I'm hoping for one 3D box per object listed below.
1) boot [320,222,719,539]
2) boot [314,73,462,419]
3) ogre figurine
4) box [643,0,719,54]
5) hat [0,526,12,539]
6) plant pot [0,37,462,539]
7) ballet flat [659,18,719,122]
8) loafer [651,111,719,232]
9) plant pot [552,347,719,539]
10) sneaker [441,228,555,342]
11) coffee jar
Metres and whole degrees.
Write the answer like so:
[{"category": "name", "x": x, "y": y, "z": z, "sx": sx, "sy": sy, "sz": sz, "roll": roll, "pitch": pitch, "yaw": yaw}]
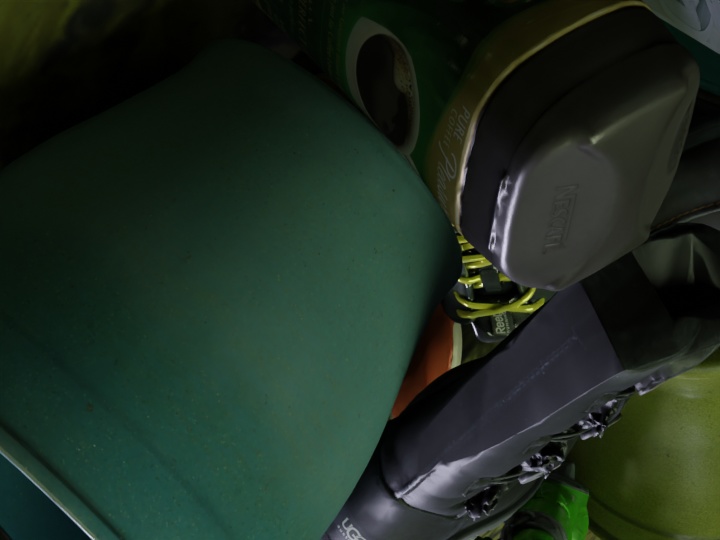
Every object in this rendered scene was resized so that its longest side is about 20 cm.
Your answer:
[{"category": "boot", "x": 0.078, "y": 0.038, "z": 1.028, "sx": 0.165, "sy": 0.066, "sz": 0.200, "roll": -39, "pitch": 174, "yaw": -48}, {"category": "boot", "x": 0.000, "y": 0.000, "z": 1.137, "sx": 0.107, "sy": 0.075, "sz": 0.201, "roll": -39, "pitch": 134, "yaw": -52}, {"category": "ogre figurine", "x": 0.076, "y": 0.183, "z": 1.306, "sx": 0.120, "sy": 0.098, "sz": 0.201, "roll": -60, "pitch": 145, "yaw": -52}, {"category": "box", "x": 0.207, "y": -0.172, "z": 1.039, "sx": 0.199, "sy": 0.176, "sz": 0.097, "roll": -34, "pitch": 131, "yaw": -16}, {"category": "hat", "x": -0.194, "y": 0.157, "z": 1.061, "sx": 0.201, "sy": 0.200, "sz": 0.081, "roll": -50, "pitch": 180, "yaw": 19}, {"category": "plant pot", "x": -0.068, "y": 0.022, "z": 0.986, "sx": 0.188, "sy": 0.200, "sz": 0.200, "roll": -47, "pitch": 157, "yaw": -15}, {"category": "ballet flat", "x": 0.114, "y": -0.085, "z": 1.133, "sx": 0.199, "sy": 0.068, "sz": 0.068, "roll": 15, "pitch": 131, "yaw": -29}, {"category": "loafer", "x": 0.176, "y": -0.035, "z": 1.085, "sx": 0.200, "sy": 0.073, "sz": 0.073, "roll": -32, "pitch": 161, "yaw": 33}, {"category": "plant pot", "x": 0.170, "y": 0.025, "z": 1.289, "sx": 0.200, "sy": 0.201, "sz": 0.193, "roll": -37, "pitch": 154, "yaw": -7}, {"category": "sneaker", "x": 0.060, "y": -0.020, "z": 1.090, "sx": 0.074, "sy": 0.085, "sz": 0.200, "roll": -7, "pitch": 168, "yaw": 12}, {"category": "coffee jar", "x": 0.031, "y": -0.091, "z": 0.915, "sx": 0.085, "sy": 0.200, "sz": 0.105, "roll": -29, "pitch": 152, "yaw": -23}]
